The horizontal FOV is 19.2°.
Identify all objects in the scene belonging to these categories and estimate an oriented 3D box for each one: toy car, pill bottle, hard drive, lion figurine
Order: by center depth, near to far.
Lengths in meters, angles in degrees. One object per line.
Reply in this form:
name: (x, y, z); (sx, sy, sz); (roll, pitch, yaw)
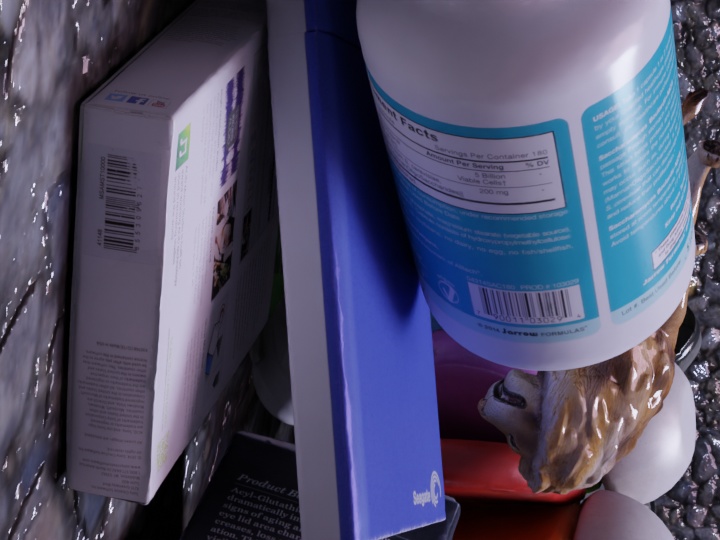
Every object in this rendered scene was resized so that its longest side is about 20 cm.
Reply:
pill bottle: (0.061, -0.064, 0.775); (0.200, 0.110, 0.111); (75, 25, -47)
hard drive: (0.000, 0.000, 0.813); (0.132, 0.025, 0.201); (9, 77, -74)
lion figurine: (0.119, 0.007, 0.947); (0.200, 0.072, 0.123); (-51, 157, -53)
toy car: (0.060, 0.091, 1.011); (0.150, 0.175, 0.200); (63, 31, -47)

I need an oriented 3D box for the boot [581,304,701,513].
boot: (0.126, 0.104, 1.170); (0.200, 0.068, 0.131); (-44, 135, 9)

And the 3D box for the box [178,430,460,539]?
box: (-0.042, 0.186, 0.858); (0.200, 0.104, 0.148); (-64, 170, -59)

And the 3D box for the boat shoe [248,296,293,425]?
boat shoe: (-0.024, 0.021, 0.972); (0.065, 0.074, 0.200); (-45, -176, 7)

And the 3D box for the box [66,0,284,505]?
box: (-0.059, -0.024, 0.792); (0.200, 0.036, 0.145); (-56, 155, -64)
